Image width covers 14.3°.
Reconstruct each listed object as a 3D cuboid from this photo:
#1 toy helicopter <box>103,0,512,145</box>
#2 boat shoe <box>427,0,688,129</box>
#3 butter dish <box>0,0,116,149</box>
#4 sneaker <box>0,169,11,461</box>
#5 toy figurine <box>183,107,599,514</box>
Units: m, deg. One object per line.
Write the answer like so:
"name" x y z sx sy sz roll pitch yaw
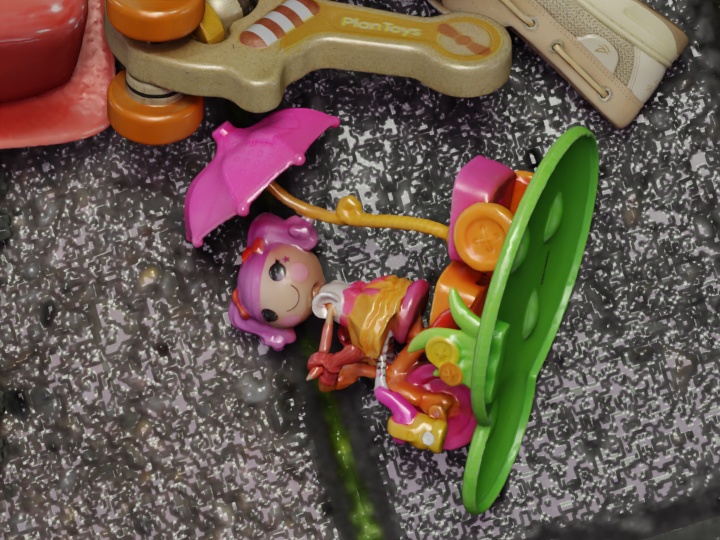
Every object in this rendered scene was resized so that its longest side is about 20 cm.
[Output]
"toy helicopter" -0.024 -0.120 1.381 0.199 0.132 0.079 9 131 7
"boat shoe" 0.064 -0.142 1.403 0.200 0.071 0.065 33 97 -7
"butter dish" -0.205 -0.164 1.348 0.199 0.148 0.201 -7 78 -23
"sneaker" -0.226 0.009 1.414 0.098 0.071 0.201 0 82 10
"toy figurine" 0.000 0.000 1.398 0.184 0.150 0.201 18 115 16
